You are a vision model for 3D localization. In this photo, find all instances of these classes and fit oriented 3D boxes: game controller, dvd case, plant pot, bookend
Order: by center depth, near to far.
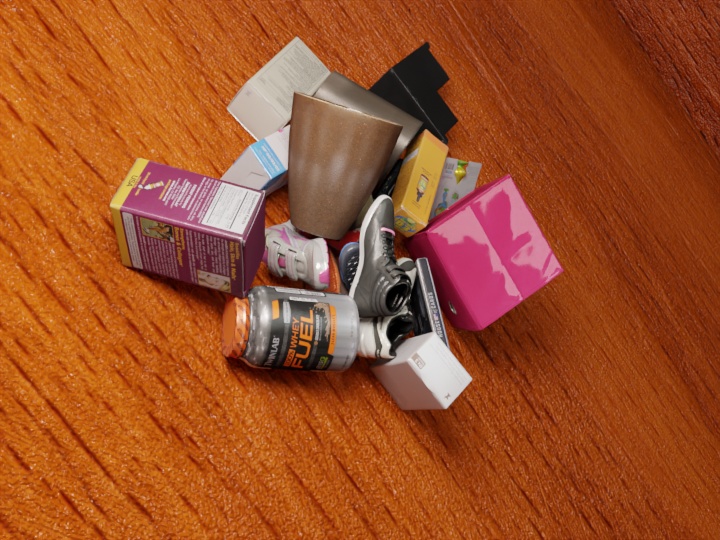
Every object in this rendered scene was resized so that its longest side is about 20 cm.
[{"bbox_3d":[-0.046,-0.162,1.222,0.183,0.186,0.205,8,104,-37],"label":"plant pot"},{"bbox_3d":[0.120,0.102,1.359,0.024,0.151,0.205,-7,67,-9],"label":"dvd case"},{"bbox_3d":[0.049,-0.131,1.468,0.201,0.041,0.106,-59,150,-45],"label":"game controller"},{"bbox_3d":[0.141,-0.377,1.692,0.200,0.091,0.200,50,42,-7],"label":"bookend"}]

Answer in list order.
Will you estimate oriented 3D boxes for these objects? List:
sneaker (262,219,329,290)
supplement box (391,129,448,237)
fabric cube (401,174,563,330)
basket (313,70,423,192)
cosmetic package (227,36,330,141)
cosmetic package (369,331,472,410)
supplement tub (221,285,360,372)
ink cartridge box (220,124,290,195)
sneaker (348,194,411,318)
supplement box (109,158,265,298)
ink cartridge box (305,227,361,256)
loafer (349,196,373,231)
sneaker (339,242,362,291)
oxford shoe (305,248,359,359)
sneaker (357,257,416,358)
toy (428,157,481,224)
[{"bbox_3d":[-0.112,-0.018,1.231,0.086,0.199,0.084,-13,115,-26],"label":"sneaker"},{"bbox_3d":[0.107,-0.166,1.435,0.066,0.068,0.203,34,53,-21],"label":"supplement box"},{"bbox_3d":[0.222,-0.030,1.422,0.198,0.196,0.202,-33,95,-9],"label":"fabric cube"},{"bbox_3d":[-0.004,-0.280,1.468,0.198,0.181,0.137,38,43,-4],"label":"basket"},{"bbox_3d":[-0.149,-0.337,1.419,0.103,0.087,0.201,45,44,-11],"label":"cosmetic package"},{"bbox_3d":[0.095,0.169,1.249,0.074,0.200,0.102,-41,95,-21],"label":"cosmetic package"},{"bbox_3d":[-0.108,0.090,1.164,0.195,0.123,0.126,6,61,-23],"label":"supplement tub"},{"bbox_3d":[-0.139,-0.194,1.322,0.068,0.115,0.199,52,44,-2],"label":"ink cartridge box"},{"bbox_3d":[0.046,-0.017,1.209,0.070,0.098,0.206,17,83,-46],"label":"sneaker"},{"bbox_3d":[-0.242,-0.061,1.088,0.195,0.133,0.105,15,50,4],"label":"supplement box"},{"bbox_3d":[-0.054,-0.112,1.383,0.115,0.067,0.204,31,49,-22],"label":"ink cartridge box"},{"bbox_3d":[-0.026,-0.168,1.344,0.066,0.075,0.206,-5,77,-41],"label":"loafer"},{"bbox_3d":[0.000,0.000,1.321,0.079,0.065,0.201,58,2,35],"label":"sneaker"},{"bbox_3d":[-0.043,0.059,1.304,0.072,0.070,0.206,12,63,-55],"label":"oxford shoe"},{"bbox_3d":[0.063,0.068,1.275,0.203,0.086,0.076,-61,141,-28],"label":"sneaker"},{"bbox_3d":[0.174,-0.130,1.551,0.113,0.205,0.047,1,22,-41],"label":"toy"}]
